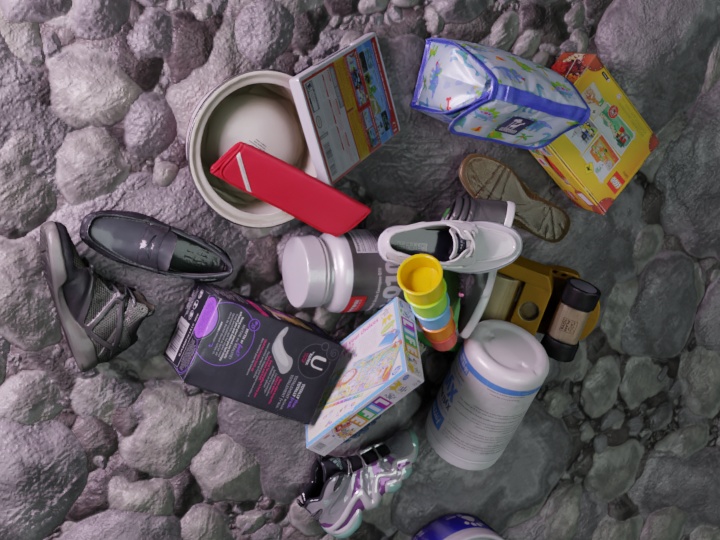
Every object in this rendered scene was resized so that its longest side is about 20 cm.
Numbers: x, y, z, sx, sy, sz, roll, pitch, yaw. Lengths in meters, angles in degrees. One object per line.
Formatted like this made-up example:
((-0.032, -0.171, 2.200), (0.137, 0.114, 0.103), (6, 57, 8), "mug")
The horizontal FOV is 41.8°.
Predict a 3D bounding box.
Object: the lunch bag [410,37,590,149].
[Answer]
((0.191, -0.239, 1.289), (0.169, 0.200, 0.129), (7, 101, -29), "lunch bag")

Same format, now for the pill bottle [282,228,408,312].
((0.000, 0.000, 1.308), (0.198, 0.114, 0.115), (-3, 105, -26), "pill bottle")

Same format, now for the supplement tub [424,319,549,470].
((0.186, 0.185, 1.406), (0.131, 0.132, 0.201), (1, 129, -27), "supplement tub")

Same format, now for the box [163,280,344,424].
((-0.144, 0.110, 1.271), (0.199, 0.106, 0.123), (25, 92, -29), "box")

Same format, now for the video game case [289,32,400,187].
((-0.015, -0.214, 1.236), (0.200, 0.017, 0.144), (-44, 125, -48), "video game case")

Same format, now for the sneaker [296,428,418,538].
((-0.012, 0.292, 1.406), (0.200, 0.078, 0.140), (-49, 120, -7), "sneaker")

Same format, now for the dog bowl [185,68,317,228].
((-0.136, -0.161, 1.219), (0.198, 0.074, 0.202), (-8, 108, -25), "dog bowl")

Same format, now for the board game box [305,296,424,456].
((-0.001, 0.145, 1.287), (0.034, 0.135, 0.200), (31, 124, -30), "board game box")

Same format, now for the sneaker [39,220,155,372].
((-0.328, 0.020, 1.174), (0.113, 0.076, 0.201), (-23, 116, -21), "sneaker")

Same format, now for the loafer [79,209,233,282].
((-0.254, -0.031, 1.194), (0.199, 0.070, 0.069), (18, 86, -30), "loafer")

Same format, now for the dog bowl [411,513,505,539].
((0.160, 0.508, 1.553), (0.198, 0.079, 0.202), (-7, 107, -24), "dog bowl")

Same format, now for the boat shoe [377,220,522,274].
((0.124, -0.030, 1.246), (0.198, 0.065, 0.074), (-4, 90, -9), "boat shoe")

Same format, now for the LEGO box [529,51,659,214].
((0.344, -0.209, 1.443), (0.200, 0.077, 0.149), (43, 84, -29), "LEGO box")

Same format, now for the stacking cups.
((0.093, 0.052, 1.274), (0.060, 0.060, 0.200), (-40, 151, -11), "stacking cups")

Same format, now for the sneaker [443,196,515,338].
((0.142, -0.011, 1.320), (0.098, 0.071, 0.202), (16, 93, -2), "sneaker")

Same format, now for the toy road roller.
((0.273, 0.043, 1.467), (0.198, 0.146, 0.124), (20, 112, 6), "toy road roller")

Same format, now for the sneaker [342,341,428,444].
((0.009, 0.168, 1.384), (0.200, 0.085, 0.077), (-48, 162, -9), "sneaker")

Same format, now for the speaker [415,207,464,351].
((0.139, 0.013, 1.399), (0.088, 0.088, 0.202), (9, 100, -28), "speaker")

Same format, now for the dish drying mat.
((-0.086, -0.098, 1.183), (0.199, 0.077, 0.018), (27, 47, -30), "dish drying mat")

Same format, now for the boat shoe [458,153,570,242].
((0.222, -0.106, 1.418), (0.199, 0.066, 0.074), (35, 88, -17), "boat shoe")
